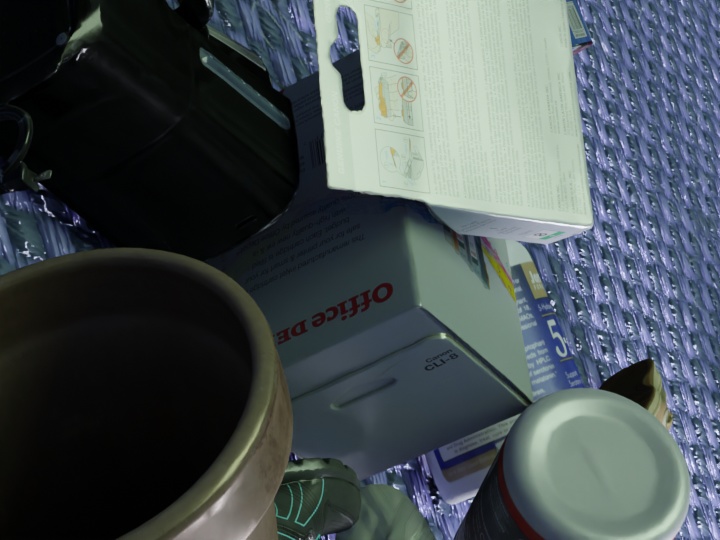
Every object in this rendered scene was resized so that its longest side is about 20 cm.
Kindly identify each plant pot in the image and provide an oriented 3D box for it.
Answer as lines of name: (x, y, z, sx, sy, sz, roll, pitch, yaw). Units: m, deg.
plant pot: (-0.109, 0.118, 1.067, 0.201, 0.198, 0.175, -89, 163, -48)

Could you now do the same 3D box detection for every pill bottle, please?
pill bottle: (0.118, 0.170, 1.473, 0.201, 0.115, 0.117, 111, -17, -52)
pill bottle: (0.073, 0.044, 1.623, 0.120, 0.119, 0.201, -9, 76, -68)

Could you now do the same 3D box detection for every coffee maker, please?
coffee maker: (-0.136, -0.081, 1.294, 0.200, 0.134, 0.194, 39, 56, -46)

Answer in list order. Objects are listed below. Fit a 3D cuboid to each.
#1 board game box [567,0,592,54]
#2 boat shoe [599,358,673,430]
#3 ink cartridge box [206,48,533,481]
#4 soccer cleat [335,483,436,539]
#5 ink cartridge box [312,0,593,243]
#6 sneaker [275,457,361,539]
board game box: (0.039, -0.121, 1.609, 0.044, 0.198, 0.200, 66, 22, 0)
boat shoe: (0.223, 0.131, 1.943, 0.065, 0.071, 0.200, 61, 21, -8)
ink cartridge box: (0.000, 0.000, 1.464, 0.145, 0.145, 0.201, 40, 33, -46)
soccer cleat: (0.013, 0.209, 1.387, 0.077, 0.069, 0.201, 34, 41, -48)
ink cartridge box: (0.043, -0.105, 1.400, 0.199, 0.050, 0.162, 6, 72, -36)
sneaker: (-0.065, 0.142, 1.287, 0.199, 0.075, 0.080, 7, 70, -55)
